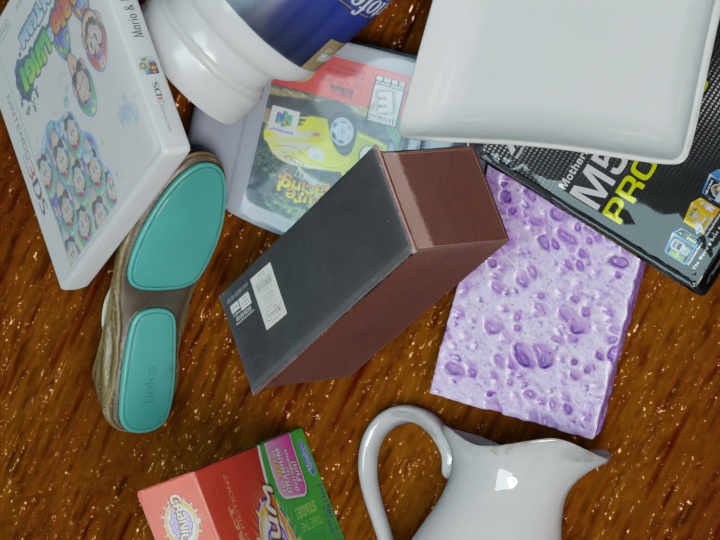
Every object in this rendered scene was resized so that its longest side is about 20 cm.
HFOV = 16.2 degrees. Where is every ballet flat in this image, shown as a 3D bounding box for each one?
[{"bbox_3d":[-0.139,0.006,1.643,0.072,0.068,0.201,39,124,50],"label":"ballet flat"}]

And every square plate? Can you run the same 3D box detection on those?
[{"bbox_3d":[0.132,-0.161,1.505,0.199,0.028,0.199,8,77,35],"label":"square plate"}]

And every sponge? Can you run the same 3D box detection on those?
[{"bbox_3d":[0.121,-0.005,1.585,0.111,0.030,0.201,16,98,15],"label":"sponge"}]

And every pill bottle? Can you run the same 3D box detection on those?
[{"bbox_3d":[-0.039,-0.189,1.544,0.200,0.116,0.116,-42,82,16],"label":"pill bottle"}]

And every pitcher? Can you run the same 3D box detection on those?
[{"bbox_3d":[0.056,0.191,1.585,0.171,0.121,0.201,12,87,37],"label":"pitcher"}]

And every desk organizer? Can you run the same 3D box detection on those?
[{"bbox_3d":[0.000,0.000,1.561,0.200,0.077,0.072,-42,62,48],"label":"desk organizer"}]

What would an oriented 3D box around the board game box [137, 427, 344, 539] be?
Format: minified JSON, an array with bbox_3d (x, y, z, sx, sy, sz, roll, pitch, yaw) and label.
[{"bbox_3d":[-0.058,0.186,1.565,0.040,0.200,0.154,-22,88,17],"label":"board game box"}]

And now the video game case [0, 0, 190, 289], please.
[{"bbox_3d":[-0.177,-0.110,1.592,0.200,0.024,0.183,-46,60,54],"label":"video game case"}]

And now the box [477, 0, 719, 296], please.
[{"bbox_3d":[0.191,-0.110,1.524,0.160,0.044,0.200,33,91,16],"label":"box"}]

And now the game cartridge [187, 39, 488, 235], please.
[{"bbox_3d":[-0.015,-0.082,1.620,0.199,0.041,0.134,15,102,16],"label":"game cartridge"}]
